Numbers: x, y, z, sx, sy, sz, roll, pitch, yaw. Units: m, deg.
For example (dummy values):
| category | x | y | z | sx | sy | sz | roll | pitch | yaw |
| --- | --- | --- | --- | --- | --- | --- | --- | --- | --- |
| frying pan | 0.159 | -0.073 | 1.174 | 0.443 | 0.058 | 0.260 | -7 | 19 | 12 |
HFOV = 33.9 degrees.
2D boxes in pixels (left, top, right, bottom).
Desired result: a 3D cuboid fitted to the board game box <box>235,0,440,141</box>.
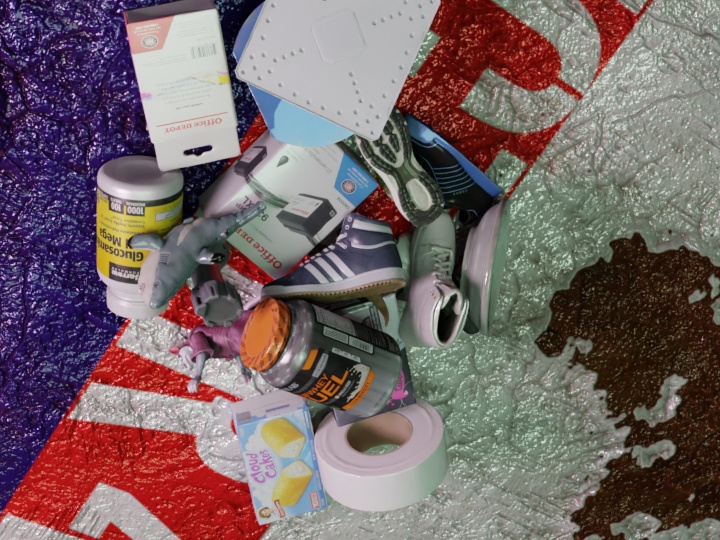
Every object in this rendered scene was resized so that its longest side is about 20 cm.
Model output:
| category | x | y | z | sx | sy | sz | roll | pitch | yaw |
| --- | --- | --- | --- | --- | --- | --- | --- | --- | --- |
| board game box | -0.029 | -0.294 | 1.486 | 0.199 | 0.026 | 0.201 | 24 | 95 | -9 |

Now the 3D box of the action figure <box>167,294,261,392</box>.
| category | x | y | z | sx | sy | sz | roll | pitch | yaw |
| --- | --- | --- | --- | --- | --- | --- | --- | --- | --- |
| action figure | -0.187 | 0.094 | 1.693 | 0.199 | 0.134 | 0.150 | -8 | 88 | 16 |

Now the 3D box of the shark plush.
| category | x | y | z | sx | sy | sz | roll | pitch | yaw |
| --- | --- | --- | --- | --- | --- | --- | --- | --- | --- |
| shark plush | -0.204 | -0.020 | 1.530 | 0.199 | 0.083 | 0.091 | -26 | 130 | -26 |

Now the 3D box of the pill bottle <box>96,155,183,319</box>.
| category | x | y | z | sx | sy | sz | roll | pitch | yaw |
| --- | --- | --- | --- | --- | --- | --- | --- | --- | --- |
| pill bottle | -0.296 | -0.042 | 1.580 | 0.112 | 0.113 | 0.201 | -2 | 118 | -15 |

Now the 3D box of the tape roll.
| category | x | y | z | sx | sy | sz | roll | pitch | yaw |
| --- | --- | --- | --- | --- | --- | --- | --- | --- | --- |
| tape roll | 0.032 | 0.272 | 1.799 | 0.201 | 0.203 | 0.071 | -15 | 121 | -8 |

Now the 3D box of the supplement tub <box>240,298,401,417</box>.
| category | x | y | z | sx | sy | sz | roll | pitch | yaw |
| --- | --- | --- | --- | --- | --- | --- | --- | --- | --- |
| supplement tub | -0.054 | 0.115 | 1.593 | 0.199 | 0.123 | 0.123 | 22 | 110 | -29 |

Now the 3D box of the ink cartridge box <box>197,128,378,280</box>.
| category | x | y | z | sx | sy | sz | roll | pitch | yaw |
| --- | --- | --- | --- | --- | --- | --- | --- | --- | --- |
| ink cartridge box | -0.100 | -0.107 | 1.619 | 0.200 | 0.084 | 0.145 | -43 | 121 | 9 |

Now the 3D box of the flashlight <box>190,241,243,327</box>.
| category | x | y | z | sx | sy | sz | roll | pitch | yaw |
| --- | --- | --- | --- | --- | --- | --- | --- | --- | --- |
| flashlight | -0.195 | 0.006 | 1.585 | 0.068 | 0.200 | 0.068 | -37 | 123 | 5 |

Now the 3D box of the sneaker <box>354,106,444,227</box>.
| category | x | y | z | sx | sy | sz | roll | pitch | yaw |
| --- | --- | --- | --- | --- | --- | --- | --- | --- | --- |
| sneaker | 0.037 | -0.152 | 1.635 | 0.077 | 0.089 | 0.201 | -32 | 107 | -13 |

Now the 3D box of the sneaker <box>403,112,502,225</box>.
| category | x | y | z | sx | sy | sz | roll | pitch | yaw |
| --- | --- | --- | --- | --- | --- | --- | --- | --- | --- |
| sneaker | 0.115 | -0.139 | 1.673 | 0.200 | 0.070 | 0.078 | 38 | 98 | -29 |

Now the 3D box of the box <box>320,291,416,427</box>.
| category | x | y | z | sx | sy | sz | roll | pitch | yaw |
| --- | --- | --- | --- | --- | --- | --- | --- | --- | --- |
| box | -0.003 | 0.109 | 1.748 | 0.132 | 0.115 | 0.201 | -16 | 122 | -7 |

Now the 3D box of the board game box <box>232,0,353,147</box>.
| category | x | y | z | sx | sy | sz | roll | pitch | yaw |
| --- | --- | --- | --- | --- | --- | --- | --- | --- | --- |
| board game box | -0.068 | -0.259 | 1.522 | 0.157 | 0.039 | 0.201 | -26 | 100 | -1 |

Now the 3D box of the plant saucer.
| category | x | y | z | sx | sy | sz | roll | pitch | yaw |
| --- | --- | --- | --- | --- | --- | --- | --- | --- | --- |
| plant saucer | 0.177 | -0.008 | 1.710 | 0.050 | 0.200 | 0.201 | 9 | 119 | 10 |

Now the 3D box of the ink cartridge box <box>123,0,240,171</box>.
| category | x | y | z | sx | sy | sz | roll | pitch | yaw |
| --- | --- | --- | --- | --- | --- | --- | --- | --- | --- |
| ink cartridge box | -0.227 | -0.239 | 1.520 | 0.116 | 0.068 | 0.201 | -12 | 119 | -9 |

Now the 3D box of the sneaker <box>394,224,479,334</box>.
| category | x | y | z | sx | sy | sz | roll | pitch | yaw |
| --- | --- | --- | --- | --- | --- | --- | --- | --- | --- |
| sneaker | 0.101 | 0.029 | 1.763 | 0.088 | 0.074 | 0.200 | -36 | 110 | 7 |

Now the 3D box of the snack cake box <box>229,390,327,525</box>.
| category | x | y | z | sx | sy | sz | roll | pitch | yaw |
| --- | --- | --- | --- | --- | --- | --- | --- | --- | --- |
| snack cake box | -0.126 | 0.288 | 1.839 | 0.114 | 0.067 | 0.201 | -15 | 121 | -9 |

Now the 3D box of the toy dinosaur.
| category | x | y | z | sx | sy | sz | roll | pitch | yaw |
| --- | --- | --- | --- | --- | --- | --- | --- | --- | --- |
| toy dinosaur | 0.000 | 0.000 | 1.678 | 0.101 | 0.200 | 0.058 | -45 | 155 | -9 |

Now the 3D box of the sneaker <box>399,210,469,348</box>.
| category | x | y | z | sx | sy | sz | roll | pitch | yaw |
| --- | --- | --- | --- | --- | --- | --- | --- | --- | --- |
| sneaker | 0.117 | 0.012 | 1.650 | 0.073 | 0.115 | 0.201 | 9 | 87 | -25 |

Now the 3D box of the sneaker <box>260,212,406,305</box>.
| category | x | y | z | sx | sy | sz | roll | pitch | yaw |
| --- | --- | --- | --- | --- | --- | --- | --- | --- | --- |
| sneaker | -0.043 | -0.015 | 1.618 | 0.199 | 0.109 | 0.070 | -9 | 165 | 2 |
